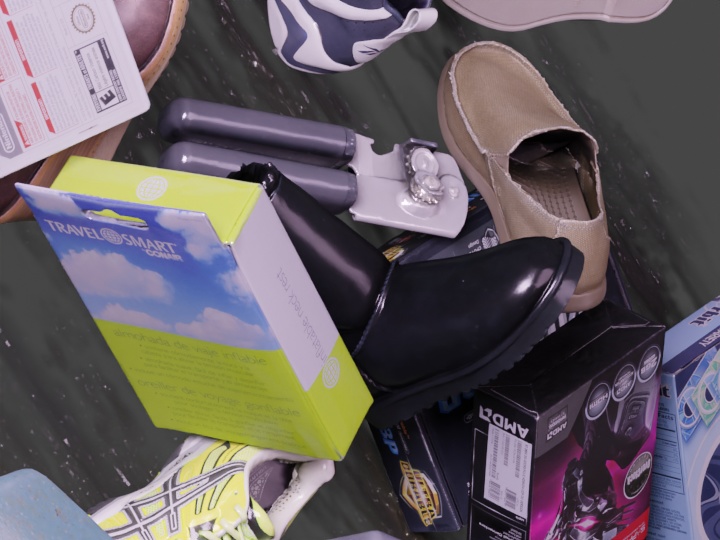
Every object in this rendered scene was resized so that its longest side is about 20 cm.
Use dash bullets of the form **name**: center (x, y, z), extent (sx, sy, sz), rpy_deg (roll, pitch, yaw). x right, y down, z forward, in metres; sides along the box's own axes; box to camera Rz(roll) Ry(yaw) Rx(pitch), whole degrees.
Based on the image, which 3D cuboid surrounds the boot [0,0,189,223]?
- **boot**: center (-0.179, -0.121, 1.483), extent (0.166, 0.072, 0.200), rpy_deg (12, 102, -39)

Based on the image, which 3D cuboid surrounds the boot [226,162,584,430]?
- **boot**: center (0.001, -0.001, 1.574), extent (0.162, 0.198, 0.073), rpy_deg (38, 49, -18)

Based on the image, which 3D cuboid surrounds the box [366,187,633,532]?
- **box**: center (0.078, 0.040, 1.749), extent (0.200, 0.046, 0.159), rpy_deg (-31, 106, -40)

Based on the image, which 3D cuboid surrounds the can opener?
- **can opener**: center (-0.027, -0.052, 1.660), extent (0.200, 0.066, 0.053), rpy_deg (11, 64, -33)

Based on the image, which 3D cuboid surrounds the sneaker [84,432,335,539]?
- **sneaker**: center (-0.092, 0.141, 1.561), extent (0.200, 0.076, 0.075), rpy_deg (-48, 118, -34)

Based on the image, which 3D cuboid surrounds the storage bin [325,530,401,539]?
- **storage bin**: center (0.003, 0.216, 1.572), extent (0.134, 0.200, 0.146), rpy_deg (29, 66, -24)

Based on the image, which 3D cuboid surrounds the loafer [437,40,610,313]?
- **loafer**: center (0.103, -0.066, 1.713), extent (0.076, 0.067, 0.200), rpy_deg (-4, 49, -24)

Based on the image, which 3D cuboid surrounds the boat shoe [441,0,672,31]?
- **boat shoe**: center (0.107, -0.185, 1.808), extent (0.200, 0.057, 0.067), rpy_deg (1, 120, -39)

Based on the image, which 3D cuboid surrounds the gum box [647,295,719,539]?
- **gum box**: center (0.239, 0.116, 1.854), extent (0.170, 0.045, 0.200), rpy_deg (-31, 122, -40)

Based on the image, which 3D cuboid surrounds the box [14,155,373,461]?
- **box**: center (-0.083, 0.014, 1.514), extent (0.048, 0.122, 0.200), rpy_deg (-61, 145, -31)

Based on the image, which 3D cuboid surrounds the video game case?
- **video game case**: center (-0.214, -0.099, 1.432), extent (0.200, 0.018, 0.143), rpy_deg (-26, 122, -12)

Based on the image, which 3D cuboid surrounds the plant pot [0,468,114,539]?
- **plant pot**: center (-0.186, 0.210, 1.383), extent (0.196, 0.196, 0.200), rpy_deg (44, 42, -15)

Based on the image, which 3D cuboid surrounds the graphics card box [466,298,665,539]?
- **graphics card box**: center (0.116, 0.129, 1.712), extent (0.125, 0.051, 0.200), rpy_deg (-30, 133, -40)

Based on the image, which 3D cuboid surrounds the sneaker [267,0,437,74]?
- **sneaker**: center (-0.001, -0.215, 1.653), extent (0.079, 0.129, 0.200), rpy_deg (-2, 86, -43)
